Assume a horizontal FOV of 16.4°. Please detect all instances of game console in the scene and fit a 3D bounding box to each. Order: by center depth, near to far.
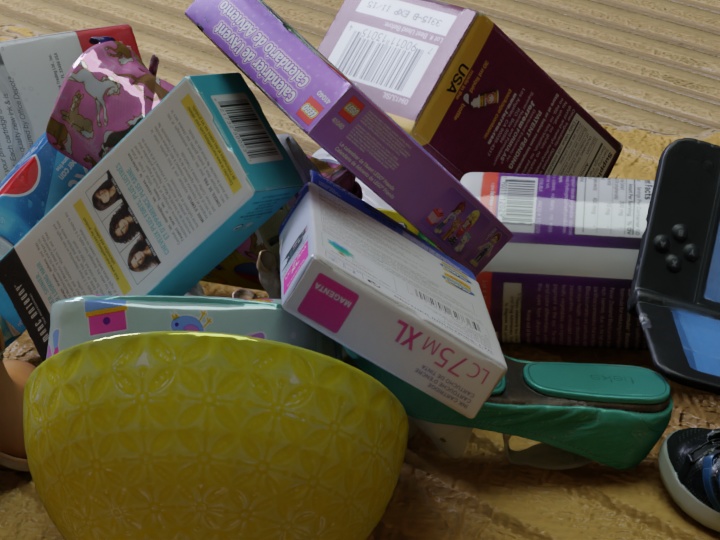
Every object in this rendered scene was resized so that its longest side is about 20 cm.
[{"bbox_3d":[0.276,0.014,1.524,0.199,0.176,0.116,16,-12,-8],"label":"game console"}]

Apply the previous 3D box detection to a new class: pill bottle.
[{"bbox_3d":[0.162,-0.005,1.632,0.199,0.112,0.111,4,20,5],"label":"pill bottle"}]

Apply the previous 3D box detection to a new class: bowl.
[{"bbox_3d":[-0.076,0.120,1.253,0.199,0.200,0.108,2,63,3],"label":"bowl"}]

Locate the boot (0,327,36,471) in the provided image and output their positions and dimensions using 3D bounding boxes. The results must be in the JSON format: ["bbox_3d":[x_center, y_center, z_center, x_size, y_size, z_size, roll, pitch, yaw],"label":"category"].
[{"bbox_3d":[-0.219,0.046,1.409,0.073,0.155,0.200,4,20,9],"label":"boot"}]

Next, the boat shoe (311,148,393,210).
[{"bbox_3d":[-0.001,-0.043,1.787,0.067,0.074,0.200,-49,21,-14],"label":"boat shoe"}]

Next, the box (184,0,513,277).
[{"bbox_3d":[-0.005,-0.084,1.465,0.137,0.039,0.200,45,4,40],"label":"box"}]

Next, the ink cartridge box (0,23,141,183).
[{"bbox_3d":[-0.243,-0.081,1.747,0.200,0.145,0.084,-11,-12,-31],"label":"ink cartridge box"}]

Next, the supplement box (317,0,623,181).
[{"bbox_3d":[0.072,-0.106,1.778,0.131,0.103,0.200,21,-12,44],"label":"supplement box"}]

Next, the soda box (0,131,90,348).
[{"bbox_3d":[-0.215,-0.024,1.620,0.064,0.068,0.200,-38,13,39],"label":"soda box"}]

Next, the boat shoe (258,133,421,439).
[{"bbox_3d":[0.000,0.000,1.490,0.068,0.200,0.075,-33,9,-18],"label":"boat shoe"}]

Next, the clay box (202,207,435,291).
[{"bbox_3d":[-0.053,-0.017,1.656,0.199,0.048,0.115,8,-14,12],"label":"clay box"}]

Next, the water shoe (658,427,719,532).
[{"bbox_3d":[0.232,0.112,1.365,0.071,0.079,0.200,-8,22,-23],"label":"water shoe"}]

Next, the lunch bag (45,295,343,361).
[{"bbox_3d":[-0.093,0.064,1.388,0.160,0.077,0.200,0,-12,6],"label":"lunch bag"}]

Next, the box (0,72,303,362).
[{"bbox_3d":[-0.126,-0.024,1.456,0.049,0.200,0.082,-10,65,-52],"label":"box"}]

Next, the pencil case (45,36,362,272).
[{"bbox_3d":[-0.099,-0.070,1.575,0.200,0.087,0.083,30,-5,16],"label":"pencil case"}]

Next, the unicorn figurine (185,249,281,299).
[{"bbox_3d":[-0.095,0.027,1.548,0.074,0.138,0.200,-29,52,-20],"label":"unicorn figurine"}]

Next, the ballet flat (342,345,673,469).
[{"bbox_3d":[0.080,0.080,1.444,0.199,0.071,0.067,11,25,-7],"label":"ballet flat"}]

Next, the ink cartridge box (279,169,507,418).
[{"bbox_3d":[0.013,0.009,1.367,0.119,0.042,0.200,31,14,-10],"label":"ink cartridge box"}]
